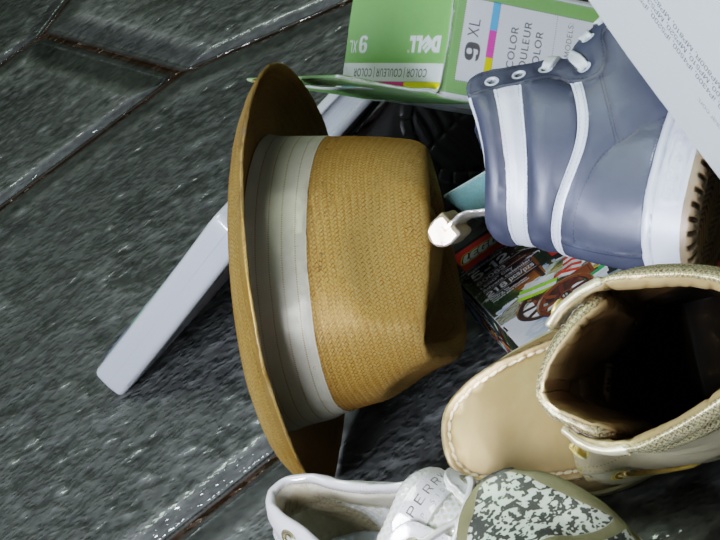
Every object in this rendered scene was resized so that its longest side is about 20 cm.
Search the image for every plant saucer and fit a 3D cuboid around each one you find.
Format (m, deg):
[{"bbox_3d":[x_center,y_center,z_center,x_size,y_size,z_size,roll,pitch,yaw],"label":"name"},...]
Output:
[{"bbox_3d":[0.078,-0.044,1.242,0.070,0.019,0.200,-31,-3,4],"label":"plant saucer"}]

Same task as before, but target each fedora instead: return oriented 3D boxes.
[{"bbox_3d":[0.000,0.000,1.160,0.081,0.202,0.201,-7,28,13],"label":"fedora"}]

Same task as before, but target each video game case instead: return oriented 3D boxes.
[{"bbox_3d":[-0.051,-0.035,1.375,0.182,0.023,0.200,-49,0,-34],"label":"video game case"}]

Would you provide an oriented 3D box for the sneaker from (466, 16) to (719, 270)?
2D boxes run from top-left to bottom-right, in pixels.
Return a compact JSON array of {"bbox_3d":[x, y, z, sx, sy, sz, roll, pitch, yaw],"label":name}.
[{"bbox_3d":[0.110,-0.088,1.066,0.108,0.070,0.201,5,58,25],"label":"sneaker"}]

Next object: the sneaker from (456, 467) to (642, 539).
[{"bbox_3d":[0.070,0.118,0.869,0.076,0.089,0.200,-26,36,2],"label":"sneaker"}]

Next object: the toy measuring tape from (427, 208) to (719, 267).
[{"bbox_3d":[0.127,-0.002,1.086,0.198,0.074,0.074,-7,29,19],"label":"toy measuring tape"}]

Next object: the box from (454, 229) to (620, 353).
[{"bbox_3d":[0.143,-0.026,1.185,0.199,0.038,0.137,-34,22,-3],"label":"box"}]

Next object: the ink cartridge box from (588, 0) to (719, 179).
[{"bbox_3d":[0.192,-0.127,0.932,0.145,0.145,0.200,-31,-12,-23],"label":"ink cartridge box"}]

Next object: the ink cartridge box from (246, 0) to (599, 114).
[{"bbox_3d":[0.057,-0.106,1.265,0.199,0.060,0.104,7,1,-28],"label":"ink cartridge box"}]

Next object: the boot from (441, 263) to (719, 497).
[{"bbox_3d":[0.092,0.044,0.973,0.199,0.073,0.155,-14,-8,29],"label":"boot"}]

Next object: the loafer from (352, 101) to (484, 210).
[{"bbox_3d":[0.017,-0.054,1.368,0.200,0.073,0.071,-42,12,-26],"label":"loafer"}]

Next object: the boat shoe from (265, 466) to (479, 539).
[{"bbox_3d":[0.032,0.110,1.001,0.199,0.070,0.071,-1,34,46],"label":"boat shoe"}]
